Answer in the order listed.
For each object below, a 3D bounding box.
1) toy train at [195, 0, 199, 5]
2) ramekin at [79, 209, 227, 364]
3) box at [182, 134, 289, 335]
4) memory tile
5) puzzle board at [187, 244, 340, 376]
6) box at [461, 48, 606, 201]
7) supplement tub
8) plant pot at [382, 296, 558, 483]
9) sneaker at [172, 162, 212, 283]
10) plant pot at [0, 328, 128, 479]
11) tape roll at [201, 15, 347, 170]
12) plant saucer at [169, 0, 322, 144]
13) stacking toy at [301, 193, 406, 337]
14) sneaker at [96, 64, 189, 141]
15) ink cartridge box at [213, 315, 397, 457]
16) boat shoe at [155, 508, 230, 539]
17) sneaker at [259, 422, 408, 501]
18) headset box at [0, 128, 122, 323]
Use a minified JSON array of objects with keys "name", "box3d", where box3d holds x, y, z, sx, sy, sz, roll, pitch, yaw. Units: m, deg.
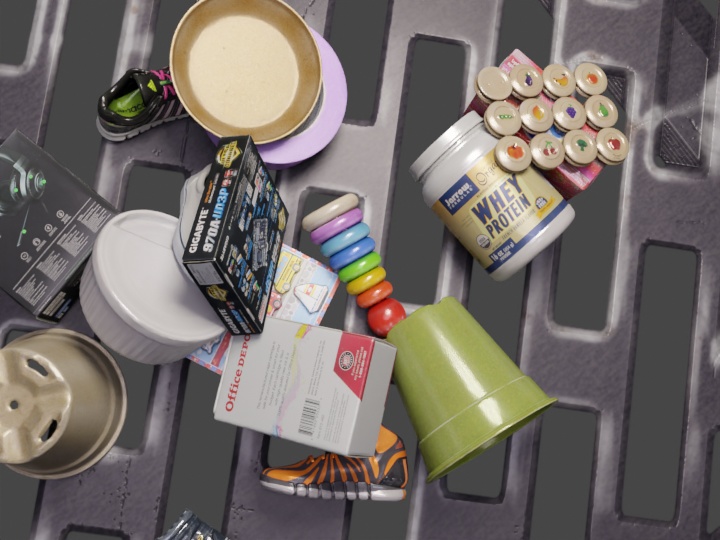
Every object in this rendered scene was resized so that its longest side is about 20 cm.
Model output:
[{"name":"toy train","box3d":[-0.195,-0.454,1.283,0.046,0.034,0.201,16,81,-15]},{"name":"ramekin","box3d":[-0.264,0.028,1.142,0.203,0.202,0.094,49,124,3]},{"name":"box","box3d":[-0.150,-0.044,1.120,0.046,0.159,0.201,-3,54,17]},{"name":"memory tile","box3d":[0.254,-0.205,1.179,0.199,0.017,0.154,-7,73,-18]},{"name":"puzzle board","box3d":[-0.133,0.060,1.229,0.150,0.017,0.201,26,82,-1]},{"name":"box","box3d":[0.252,-0.199,1.249,0.200,0.100,0.096,41,81,1]},{"name":"supplement tub","box3d":[0.175,-0.102,1.209,0.144,0.144,0.200,-41,87,-8]},{"name":"plant pot","box3d":[0.122,0.144,1.168,0.199,0.200,0.190,-30,73,-7]},{"name":"sneaker","box3d":[-0.200,-0.067,1.162,0.073,0.071,0.201,21,39,-34]},{"name":"plant pot","box3d":[-0.408,0.167,1.111,0.199,0.184,0.202,0,83,-4]},{"name":"tape roll","box3d":[-0.122,-0.241,1.219,0.199,0.066,0.201,1,88,-20]},{"name":"plant saucer","box3d":[-0.149,-0.261,1.157,0.199,0.035,0.201,1,88,-19]},{"name":"stacking toy","box3d":[0.000,0.000,1.223,0.085,0.085,0.201,-28,93,-7]},{"name":"sneaker","box3d":[-0.275,-0.246,1.221,0.199,0.087,0.074,-27,85,-7]},{"name":"ink cartridge box","box3d":[-0.071,0.143,1.135,0.199,0.083,0.147,10,83,26]},{"name":"boat shoe","box3d":[-0.256,0.410,1.153,0.091,0.071,0.200,39,75,2]},{"name":"sneaker","box3d":[-0.034,0.247,1.191,0.199,0.078,0.113,5,78,-14]},{"name":"headset box","box3d":[-0.435,-0.060,1.181,0.200,0.093,0.174,37,82,2]}]
